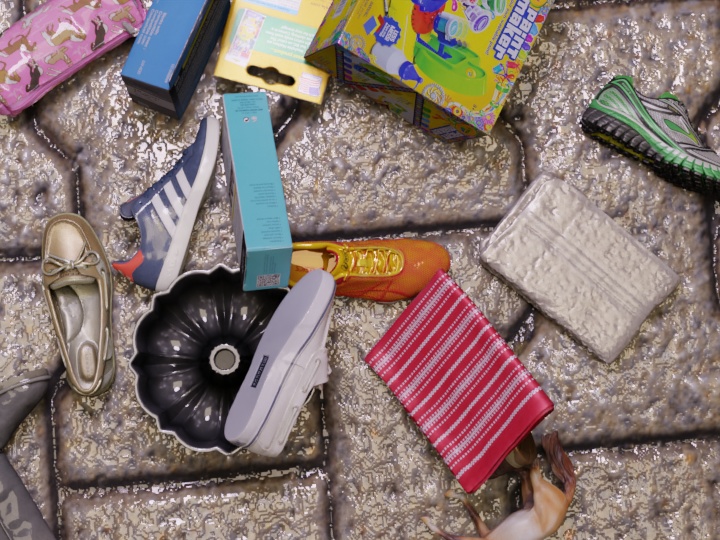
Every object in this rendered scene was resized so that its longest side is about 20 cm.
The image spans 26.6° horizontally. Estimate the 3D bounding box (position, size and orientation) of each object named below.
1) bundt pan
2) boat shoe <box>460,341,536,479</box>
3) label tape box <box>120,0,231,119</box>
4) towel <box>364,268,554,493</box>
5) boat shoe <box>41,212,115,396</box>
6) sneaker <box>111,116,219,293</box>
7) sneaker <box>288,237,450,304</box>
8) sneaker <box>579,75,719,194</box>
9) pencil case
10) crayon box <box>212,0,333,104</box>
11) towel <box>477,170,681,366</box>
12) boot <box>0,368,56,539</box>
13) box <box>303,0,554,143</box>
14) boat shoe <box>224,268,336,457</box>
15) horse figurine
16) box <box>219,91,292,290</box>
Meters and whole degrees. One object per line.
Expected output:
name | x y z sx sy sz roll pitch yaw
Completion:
bundt pan | -0.143 0.097 1.625 0.202 0.076 0.202 0 84 -3
boat shoe | 0.121 0.129 1.636 0.072 0.072 0.200 -33 68 27
label tape box | -0.193 -0.251 1.592 0.063 0.200 0.144 23 83 -1
towel | 0.100 0.117 1.598 0.145 0.022 0.200 -50 63 24
boat shoe | -0.302 0.035 1.627 0.073 0.063 0.201 -6 85 -4
sneaker | -0.211 -0.079 1.638 0.084 0.075 0.200 18 83 -3
sneaker | 0.000 0.000 1.644 0.200 0.077 0.073 -5 83 -6
sneaker | 0.348 -0.149 1.678 0.200 0.078 0.085 30 83 0
pencil case | -0.325 -0.247 1.645 0.200 0.087 0.083 -34 119 -6
crayon box | -0.078 -0.288 1.678 0.126 0.052 0.200 15 83 -2
towel | 0.239 -0.004 1.680 0.200 0.034 0.133 41 85 0
boot | -0.364 0.225 1.602 0.182 0.073 0.200 -32 80 8
box | 0.079 -0.272 1.626 0.193 0.122 0.200 29 81 -17
boat shoe | -0.066 0.098 1.566 0.070 0.071 0.200 30 79 -28
horse figurine | 0.164 0.264 1.642 0.200 0.050 0.133 -44 81 -3
box | -0.111 -0.085 1.601 0.049 0.082 0.200 -5 60 -11
